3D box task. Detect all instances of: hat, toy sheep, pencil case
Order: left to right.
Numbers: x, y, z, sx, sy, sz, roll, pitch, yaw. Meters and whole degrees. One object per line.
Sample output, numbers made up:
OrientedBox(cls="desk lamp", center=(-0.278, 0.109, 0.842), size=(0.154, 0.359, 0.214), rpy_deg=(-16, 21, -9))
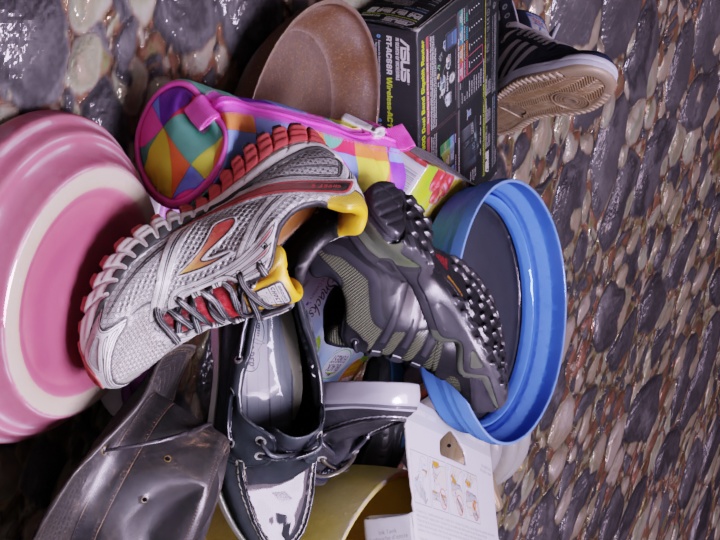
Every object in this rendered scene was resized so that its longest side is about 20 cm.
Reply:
OrientedBox(cls="hat", center=(-0.131, 0.146, 1.067), size=(0.201, 0.081, 0.201), rpy_deg=(-58, 176, -6))
OrientedBox(cls="pencil case", center=(-0.054, -0.073, 1.110), size=(0.200, 0.088, 0.089), rpy_deg=(3, 101, -52))
OrientedBox(cls="toy sheep", center=(0.095, 0.142, 1.554), size=(0.200, 0.138, 0.138), rpy_deg=(-50, 147, -69))

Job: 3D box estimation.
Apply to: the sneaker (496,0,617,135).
OrientedBox(cls="sneaker", center=(0.159, -0.189, 1.475), size=(0.070, 0.200, 0.109), rpy_deg=(25, 72, -24))

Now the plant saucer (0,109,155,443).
OrientedBox(cls="plant saucer", center=(-0.180, 0.008, 1.004), size=(0.200, 0.051, 0.201), rpy_deg=(-40, 136, -52))

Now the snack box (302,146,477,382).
OrientedBox(cls="snack box", center=(0.000, 0.000, 1.281), size=(0.200, 0.053, 0.142), rpy_deg=(-57, 161, 7))

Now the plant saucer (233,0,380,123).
OrientedBox(cls="plant saucer", center=(-0.047, -0.099, 1.237), size=(0.200, 0.037, 0.201), rpy_deg=(-41, 138, -50))

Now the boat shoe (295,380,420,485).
OrientedBox(cls="boat shoe", center=(-0.034, 0.118, 1.196), size=(0.070, 0.200, 0.066), rpy_deg=(9, 73, -46))

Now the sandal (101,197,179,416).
OrientedBox(cls="sandal", center=(-0.116, 0.004, 1.133), size=(0.082, 0.050, 0.203), rpy_deg=(23, 82, -65))

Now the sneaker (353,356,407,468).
OrientedBox(cls="sneaker", center=(-0.008, 0.152, 1.376), size=(0.073, 0.082, 0.200), rpy_deg=(-35, 140, -62))

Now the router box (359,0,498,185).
OrientedBox(cls="router box", center=(0.055, -0.138, 1.395), size=(0.150, 0.062, 0.200), rpy_deg=(-45, 141, -48))

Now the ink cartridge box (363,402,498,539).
OrientedBox(cls="ink cartridge box", center=(0.056, 0.196, 1.269), size=(0.200, 0.043, 0.174), rpy_deg=(33, 48, -63))

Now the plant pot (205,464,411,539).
OrientedBox(cls="plant pot", center=(-0.051, 0.228, 1.276), size=(0.200, 0.142, 0.200), rpy_deg=(-42, 139, -51))

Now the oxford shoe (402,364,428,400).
OrientedBox(cls="oxford shoe", center=(0.061, 0.032, 1.373), size=(0.071, 0.073, 0.200), rpy_deg=(-40, -167, 33))

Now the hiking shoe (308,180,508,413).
OrientedBox(cls="hiking shoe", center=(0.028, 0.028, 1.157), size=(0.200, 0.100, 0.076), rpy_deg=(54, 25, -30))

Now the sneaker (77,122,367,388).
OrientedBox(cls="sneaker", center=(-0.082, -0.001, 1.002), size=(0.200, 0.082, 0.078), rpy_deg=(-42, 148, -8))

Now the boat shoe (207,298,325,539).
OrientedBox(cls="boat shoe", center=(-0.055, 0.094, 1.117), size=(0.074, 0.066, 0.200), rpy_deg=(-2, 94, -32))

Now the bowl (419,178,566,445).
OrientedBox(cls="bowl", center=(0.100, 0.031, 1.295), size=(0.200, 0.039, 0.201), rpy_deg=(-2, 93, -59))
